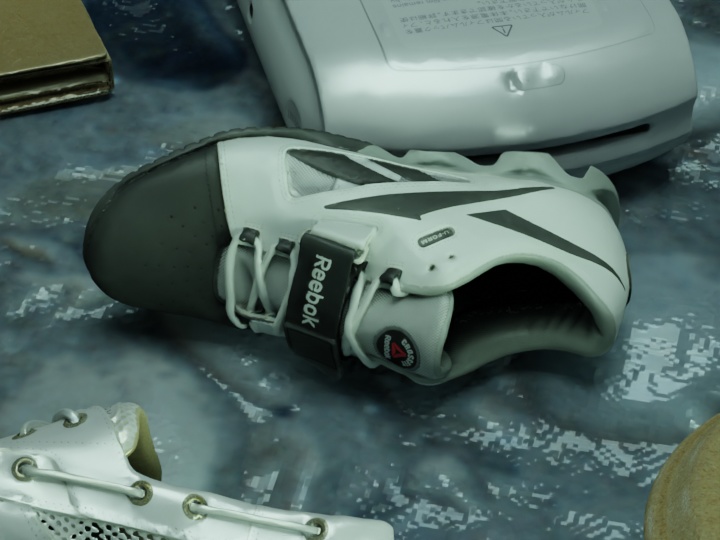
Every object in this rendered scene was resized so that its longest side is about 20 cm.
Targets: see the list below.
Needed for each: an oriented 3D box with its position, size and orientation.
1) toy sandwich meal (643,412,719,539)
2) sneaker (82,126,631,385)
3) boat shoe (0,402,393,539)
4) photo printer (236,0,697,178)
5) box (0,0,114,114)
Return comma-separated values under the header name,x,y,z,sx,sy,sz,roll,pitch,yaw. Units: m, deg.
name,x,y,z,sx,sy,sz,roll,pitch,yaw
toy sandwich meal,0.174,0.109,0.848,0.205,0.070,0.205,3,34,-2
sneaker,0.000,0.000,0.969,0.200,0.074,0.089,-2,36,-3
boat shoe,-0.085,0.075,0.859,0.200,0.071,0.069,17,80,8
photo printer,0.038,-0.103,1.105,0.166,0.069,0.200,-8,40,-13
box,-0.211,-0.122,1.160,0.163,0.021,0.200,-13,41,-16
